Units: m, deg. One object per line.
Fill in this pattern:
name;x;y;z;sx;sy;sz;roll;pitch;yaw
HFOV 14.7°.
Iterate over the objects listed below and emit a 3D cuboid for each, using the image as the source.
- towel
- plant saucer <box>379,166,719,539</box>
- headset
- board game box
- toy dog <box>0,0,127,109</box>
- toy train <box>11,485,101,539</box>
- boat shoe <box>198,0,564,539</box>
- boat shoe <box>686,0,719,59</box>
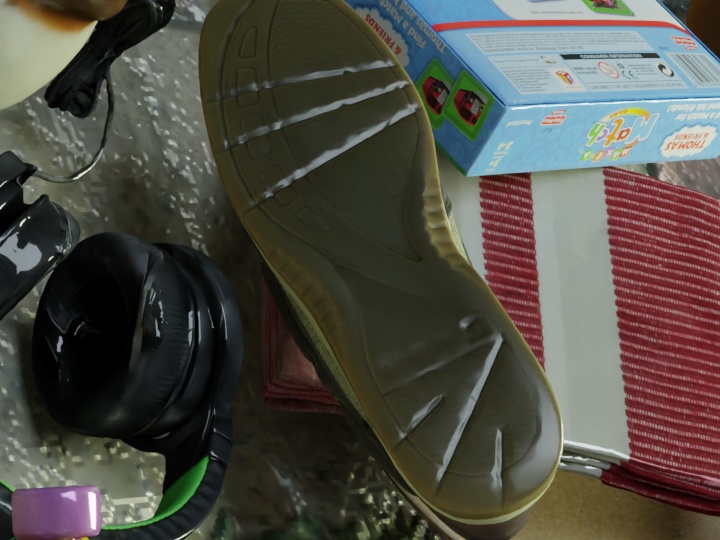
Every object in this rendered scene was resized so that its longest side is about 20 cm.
towel;0.059;0.010;0.972;0.200;0.023;0.144;15;47;-17
plant saucer;0.076;0.044;0.991;0.200;0.035;0.200;13;50;-16
headset;-0.086;0.000;0.847;0.123;0.094;0.200;29;38;-27
board game box;0.035;-0.115;1.050;0.151;0.037;0.200;-6;47;-47
toy dog;-0.157;-0.072;0.766;0.200;0.139;0.194;-30;91;-35
toy train;-0.088;0.141;0.709;0.055;0.200;0.150;-3;61;-2
boat shoe;0.001;0.000;0.888;0.072;0.066;0.201;-21;65;-15
boat shoe;0.219;-0.049;1.205;0.070;0.070;0.200;-12;71;-44
